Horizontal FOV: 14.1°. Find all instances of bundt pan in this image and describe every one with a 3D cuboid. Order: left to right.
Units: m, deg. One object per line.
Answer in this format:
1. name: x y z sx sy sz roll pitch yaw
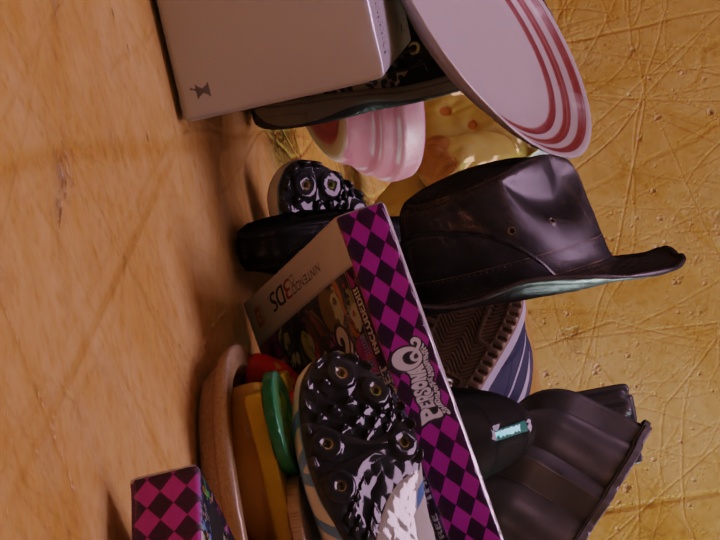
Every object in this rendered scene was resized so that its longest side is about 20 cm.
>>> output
1. bundt pan: 0.085 0.150 1.704 0.076 0.202 0.202 35 7 3

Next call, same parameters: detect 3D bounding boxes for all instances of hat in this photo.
1. hat: 0.081 -0.022 1.657 0.201 0.199 0.081 -8 87 -83

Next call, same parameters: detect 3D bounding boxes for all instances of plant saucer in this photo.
1. plant saucer: -0.016 -0.152 1.957 0.200 0.051 0.202 162 -90 -76

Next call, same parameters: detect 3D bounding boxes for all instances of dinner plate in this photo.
1. dinner plate: 0.068 -0.147 1.712 0.200 0.024 0.201 41 29 -28

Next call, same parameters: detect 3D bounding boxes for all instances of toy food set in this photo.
1. toy food set: -0.040 0.136 1.518 0.198 0.048 0.201 -41 119 -82

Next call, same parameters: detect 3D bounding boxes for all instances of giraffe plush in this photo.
1. giraffe plush: 0.056 -0.114 2.329 0.162 0.200 0.173 50 2 19

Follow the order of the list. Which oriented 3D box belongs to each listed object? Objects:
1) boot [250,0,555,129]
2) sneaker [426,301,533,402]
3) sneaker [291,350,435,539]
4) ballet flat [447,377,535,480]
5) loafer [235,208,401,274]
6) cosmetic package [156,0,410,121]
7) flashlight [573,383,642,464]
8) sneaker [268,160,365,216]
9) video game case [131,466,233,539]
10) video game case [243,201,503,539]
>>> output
1. boot: 0.007 -0.182 1.810 0.074 0.202 0.155 -75 148 -66
2. sneaker: 0.042 0.097 1.783 0.200 0.070 0.109 -55 162 -11
3. sneaker: 0.006 0.140 1.476 0.072 0.072 0.201 -18 -88 58
4. ballet flat: 0.038 0.091 1.650 0.200 0.068 0.068 9 -67 64
5. loafer: 0.000 0.000 1.751 0.200 0.068 0.071 4 84 -53
6. cosmetic package: -0.054 -0.205 1.673 0.200 0.122 0.201 -59 136 -78
7. flashlight: 0.078 0.120 1.853 0.068 0.199 0.068 59 21 -67
8. sneaker: -0.015 0.005 1.856 0.072 0.072 0.200 -58 137 -25
9. video game case: -0.057 0.217 1.244 0.182 0.036 0.201 71 10 -45
10. video game case: 0.005 0.083 1.587 0.201 0.036 0.181 71 -22 9
